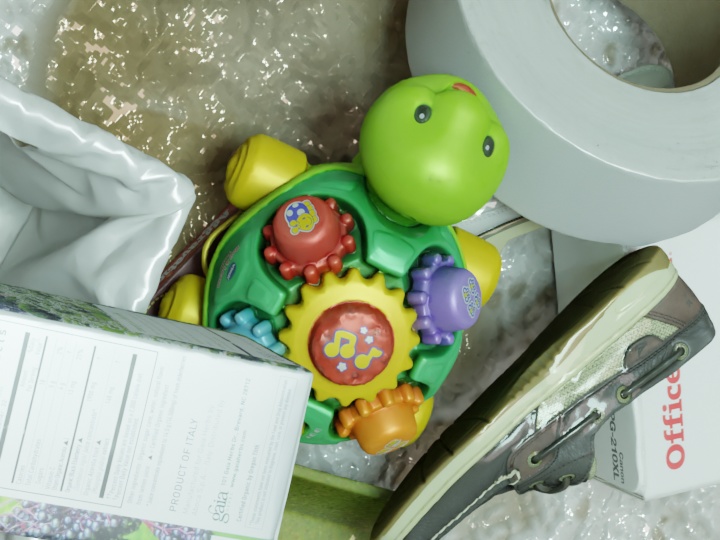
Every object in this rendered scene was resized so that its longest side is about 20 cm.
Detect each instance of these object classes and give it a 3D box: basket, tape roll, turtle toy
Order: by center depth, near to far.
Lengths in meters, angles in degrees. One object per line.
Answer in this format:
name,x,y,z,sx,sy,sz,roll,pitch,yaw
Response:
basket,-0.210,0.008,0.751,0.197,0.161,0.201,25,86,-25
turtle toy,0.000,0.000,0.831,0.145,0.101,0.201,24,101,-14
tape roll,0.124,-0.117,0.883,0.201,0.071,0.204,8,64,-16

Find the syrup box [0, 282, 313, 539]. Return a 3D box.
syrup box,-0.127,0.050,0.663,0.199,0.079,0.082,12,93,-24

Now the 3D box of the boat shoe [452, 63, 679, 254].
boat shoe,0.082,-0.061,0.920,0.199,0.075,0.069,-31,114,-17

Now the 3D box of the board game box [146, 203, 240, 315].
board game box,-0.090,0.065,0.890,0.200,0.019,0.103,-47,111,-12

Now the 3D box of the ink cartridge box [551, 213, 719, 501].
ink cartridge box,0.211,0.030,0.983,0.199,0.084,0.146,-10,100,-23

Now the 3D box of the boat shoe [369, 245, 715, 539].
boat shoe,0.091,0.077,0.874,0.066,0.072,0.201,45,88,-3

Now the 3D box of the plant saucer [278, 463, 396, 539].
plant saucer,-0.072,0.185,0.880,0.199,0.048,0.201,21,87,-39
